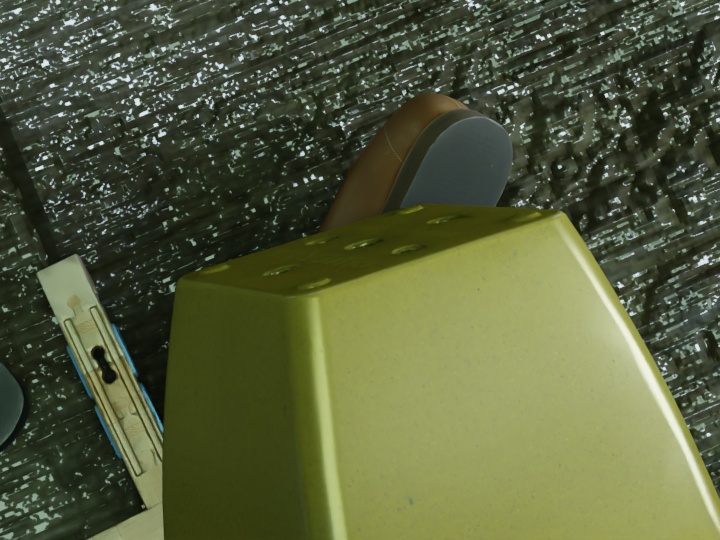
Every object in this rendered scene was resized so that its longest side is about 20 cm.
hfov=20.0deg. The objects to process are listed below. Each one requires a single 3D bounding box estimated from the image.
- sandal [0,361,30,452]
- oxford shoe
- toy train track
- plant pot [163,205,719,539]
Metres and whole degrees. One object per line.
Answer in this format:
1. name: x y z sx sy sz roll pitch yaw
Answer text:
1. sandal: -0.261 0.044 1.005 0.200 0.043 0.076 24 82 -4
2. oxford shoe: 0.000 0.000 1.035 0.071 0.071 0.200 31 96 -37
3. toy train track: -0.108 0.087 1.027 0.115 0.033 0.200 -26 82 -1
4. plant pot: 0.022 0.072 0.911 0.200 0.200 0.176 -17 101 -25
